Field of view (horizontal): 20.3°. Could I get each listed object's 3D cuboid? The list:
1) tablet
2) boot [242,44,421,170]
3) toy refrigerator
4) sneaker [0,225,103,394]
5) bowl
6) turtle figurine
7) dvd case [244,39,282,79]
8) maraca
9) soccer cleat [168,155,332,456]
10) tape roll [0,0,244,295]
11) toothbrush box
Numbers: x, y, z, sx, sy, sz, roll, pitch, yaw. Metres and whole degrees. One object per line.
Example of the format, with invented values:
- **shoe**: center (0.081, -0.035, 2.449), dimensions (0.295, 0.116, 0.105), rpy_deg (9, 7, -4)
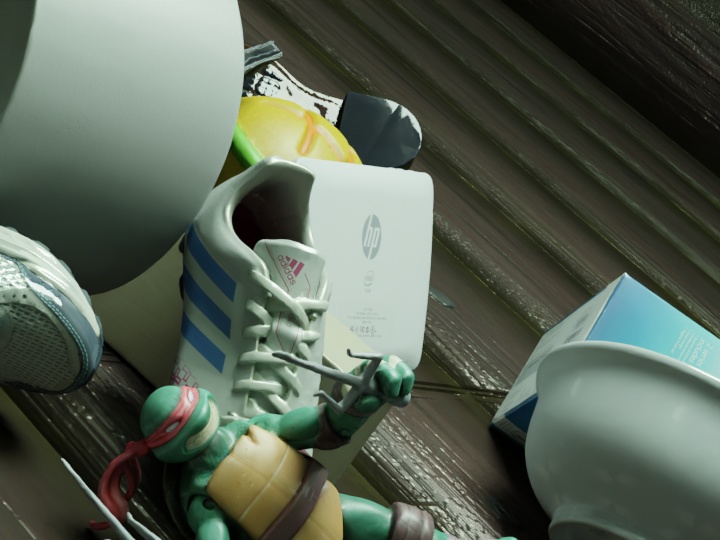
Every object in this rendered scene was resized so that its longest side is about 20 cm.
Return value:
- **tablet**: center (0.000, 0.000, 1.235), dimensions (0.014, 0.130, 0.200), rpy_deg (5, 2, 24)
- **boot**: center (-0.062, -0.095, 1.394), dimensions (0.200, 0.075, 0.097), rpy_deg (20, -23, 0)
- **toy refrigerator**: center (-0.077, 0.026, 1.057), dimensions (0.200, 0.076, 0.070), rpy_deg (40, 15, 18)
- **sneaker**: center (-0.207, 0.013, 0.850), dimensions (0.200, 0.078, 0.086), rpy_deg (25, 29, -12)
- **bowl**: center (0.171, 0.136, 1.162), dimensions (0.201, 0.090, 0.201), rpy_deg (26, -25, 13)
- **turtle figurine**: center (-0.029, 0.100, 0.852), dimensions (0.200, 0.150, 0.101), rpy_deg (40, -12, -18)
- **dvd case**: center (-0.130, -0.084, 1.158), dimensions (0.016, 0.149, 0.200), rpy_deg (61, 14, -4)
- **maraca**: center (-0.042, -0.040, 1.292), dimensions (0.137, 0.107, 0.200), rpy_deg (58, 4, 33)
- **soccer cleat**: center (-0.049, 0.036, 0.936), dimensions (0.070, 0.086, 0.200), rpy_deg (15, 54, -31)
- **tape roll**: center (-0.175, -0.097, 0.977), dimensions (0.139, 0.203, 0.203), rpy_deg (19, 22, -50)
- **toothbrush box**: center (0.204, 0.108, 1.283), dimensions (0.200, 0.085, 0.146), rpy_deg (35, -22, -2)
